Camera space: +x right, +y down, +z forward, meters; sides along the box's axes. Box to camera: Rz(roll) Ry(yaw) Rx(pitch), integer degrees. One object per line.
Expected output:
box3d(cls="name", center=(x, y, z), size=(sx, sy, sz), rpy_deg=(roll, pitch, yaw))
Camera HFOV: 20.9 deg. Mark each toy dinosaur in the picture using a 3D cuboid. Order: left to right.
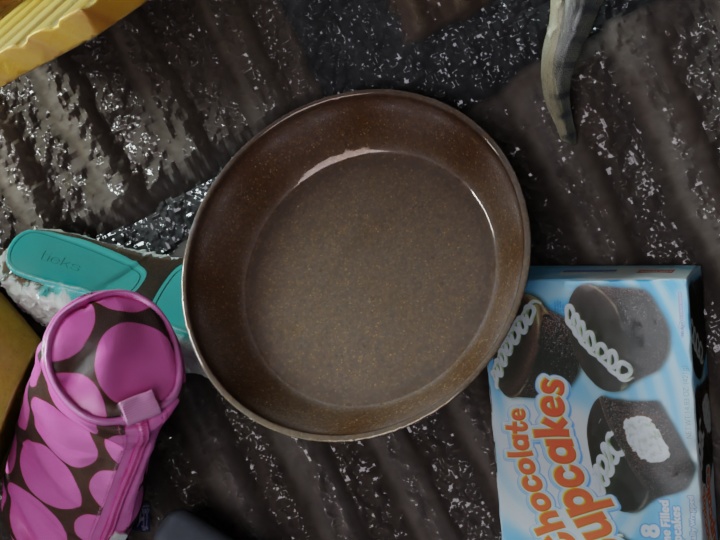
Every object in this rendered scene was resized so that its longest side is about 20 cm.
box3d(cls="toy dinosaur", center=(0.104, -0.168, 1.009), size=(0.088, 0.047, 0.200), rpy_deg=(23, 115, 9))

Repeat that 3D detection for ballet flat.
box3d(cls="ballet flat", center=(-0.120, 0.025, 1.150), size=(0.200, 0.072, 0.072), rpy_deg=(18, 109, 20))

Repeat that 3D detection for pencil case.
box3d(cls="pencil case", center=(-0.152, 0.100, 1.122), size=(0.200, 0.091, 0.094), rpy_deg=(111, 146, -52))

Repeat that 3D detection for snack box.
box3d(cls="snack box", center=(0.132, 0.097, 1.068), size=(0.116, 0.037, 0.201), rpy_deg=(-1, 103, 23))

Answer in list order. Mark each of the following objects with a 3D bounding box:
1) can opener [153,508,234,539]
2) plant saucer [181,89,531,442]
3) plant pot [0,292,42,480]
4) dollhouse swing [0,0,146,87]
box3d(cls="can opener", center=(-0.025, 0.190, 1.161), size=(0.200, 0.053, 0.067), rpy_deg=(30, 81, 14))
box3d(cls="plant saucer", center=(0.000, 0.000, 1.060), size=(0.200, 0.037, 0.201), rpy_deg=(-7, 68, 18))
box3d(cls="plant pot", center=(-0.272, 0.068, 1.159), size=(0.142, 0.200, 0.200), rpy_deg=(20, 111, -1))
box3d(cls="dollhouse swing", center=(-0.185, -0.195, 1.050), size=(0.200, 0.176, 0.182), rpy_deg=(-22, 94, 27))
